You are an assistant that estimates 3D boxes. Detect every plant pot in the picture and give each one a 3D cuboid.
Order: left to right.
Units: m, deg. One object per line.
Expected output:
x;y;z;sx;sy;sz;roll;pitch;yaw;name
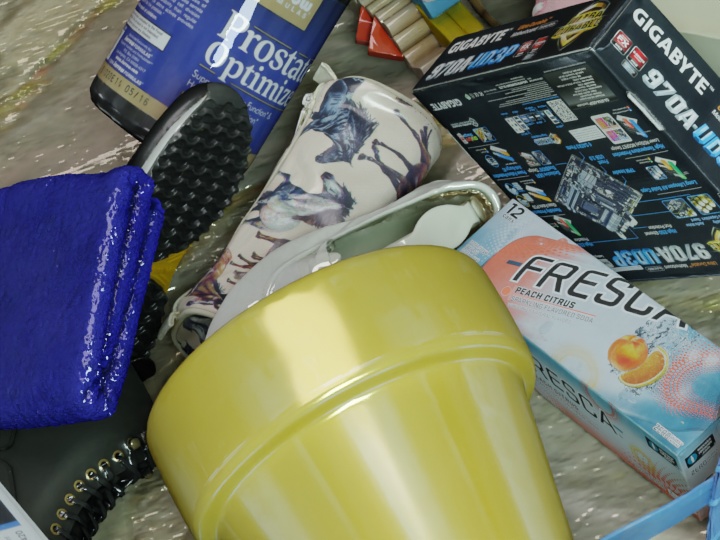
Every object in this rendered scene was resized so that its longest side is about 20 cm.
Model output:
0.018;0.121;1.171;0.200;0.201;0.190;-28;65;-2;plant pot

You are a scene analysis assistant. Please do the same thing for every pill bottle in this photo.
-0.072;-0.163;1.417;0.112;0.112;0.201;37;98;37;pill bottle

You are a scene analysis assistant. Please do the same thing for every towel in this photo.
-0.194;0.022;1.312;0.199;0.049;0.149;-7;68;43;towel

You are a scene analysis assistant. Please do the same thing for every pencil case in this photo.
-0.035;-0.022;1.358;0.089;0.078;0.201;30;66;6;pencil case

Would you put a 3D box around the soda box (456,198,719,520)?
0.131;0.045;1.252;0.064;0.069;0.200;-41;50;-13;soda box

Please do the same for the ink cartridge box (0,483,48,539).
-0.173;0.221;1.153;0.047;0.201;0.197;-14;39;-36;ink cartridge box

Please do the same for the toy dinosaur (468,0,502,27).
0.062;-0.235;1.487;0.106;0.060;0.202;-8;79;61;toy dinosaur

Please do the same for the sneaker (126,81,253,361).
-0.139;-0.034;1.364;0.090;0.070;0.201;43;113;39;sneaker

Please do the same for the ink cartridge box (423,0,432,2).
0.099;-0.271;1.411;0.160;0.050;0.201;-12;62;16;ink cartridge box

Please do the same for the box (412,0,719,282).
0.132;-0.064;1.222;0.046;0.159;0.200;-50;17;-19;box

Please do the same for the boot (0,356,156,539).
-0.156;0.136;1.293;0.137;0.078;0.201;-23;51;-4;boot

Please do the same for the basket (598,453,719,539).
0.228;0.142;1.084;0.199;0.140;0.176;-23;43;-35;basket

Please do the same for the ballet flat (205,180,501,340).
0.000;0.000;1.289;0.199;0.070;0.069;-31;47;-28;ballet flat

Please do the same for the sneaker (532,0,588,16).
0.127;-0.138;1.395;0.104;0.076;0.200;26;66;40;sneaker

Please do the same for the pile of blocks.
0.011;-0.178;1.460;0.062;0.082;0.200;-35;51;-8;pile of blocks

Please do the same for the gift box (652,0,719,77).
0.263;-0.108;1.255;0.186;0.185;0.201;14;63;39;gift box
